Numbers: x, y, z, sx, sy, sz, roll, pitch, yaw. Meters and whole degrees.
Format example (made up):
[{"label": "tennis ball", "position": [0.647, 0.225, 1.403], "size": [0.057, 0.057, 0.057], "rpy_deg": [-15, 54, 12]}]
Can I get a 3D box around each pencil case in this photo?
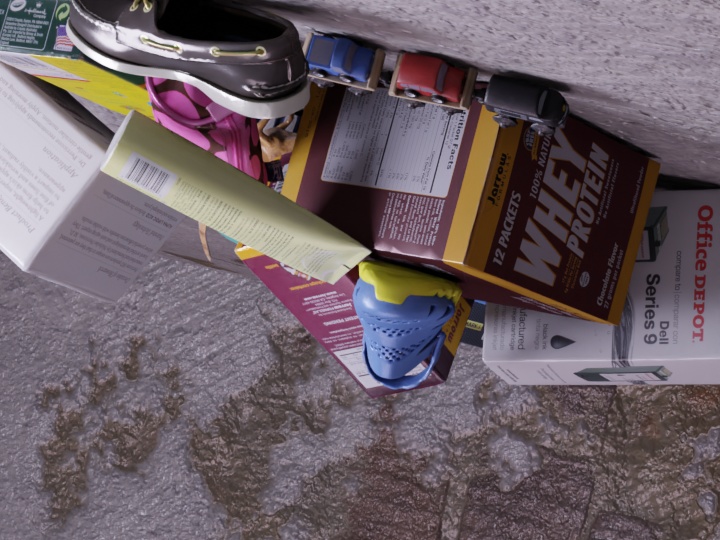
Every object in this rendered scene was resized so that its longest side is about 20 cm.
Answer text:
[{"label": "pencil case", "position": [-0.111, -0.106, 1.504], "size": [0.091, 0.094, 0.200], "rpy_deg": [-21, 158, -5]}]

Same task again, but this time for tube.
[{"label": "tube", "position": [-0.091, -0.048, 1.444], "size": [0.200, 0.052, 0.058], "rpy_deg": [29, -166, -11]}]

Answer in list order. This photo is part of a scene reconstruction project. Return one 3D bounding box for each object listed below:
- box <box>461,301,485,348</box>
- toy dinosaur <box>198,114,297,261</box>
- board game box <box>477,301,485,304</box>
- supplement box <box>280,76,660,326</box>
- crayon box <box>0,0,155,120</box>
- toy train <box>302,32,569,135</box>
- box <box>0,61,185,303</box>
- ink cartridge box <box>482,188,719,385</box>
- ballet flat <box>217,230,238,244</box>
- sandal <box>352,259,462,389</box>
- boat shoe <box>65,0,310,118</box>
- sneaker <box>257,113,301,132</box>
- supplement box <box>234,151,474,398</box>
[{"label": "box", "position": [0.056, 0.009, 1.962], "size": [0.200, 0.051, 0.158], "rpy_deg": [17, -162, -21]}, {"label": "toy dinosaur", "position": [-0.104, -0.089, 1.685], "size": [0.200, 0.106, 0.060], "rpy_deg": [-33, -177, 32]}, {"label": "board game box", "position": [0.038, -0.040, 1.934], "size": [0.151, 0.037, 0.200], "rpy_deg": [17, -163, -24]}, {"label": "supplement box", "position": [0.082, -0.056, 1.512], "size": [0.200, 0.133, 0.197], "rpy_deg": [10, 173, 44]}, {"label": "crayon box", "position": [-0.196, -0.165, 1.581], "size": [0.127, 0.051, 0.200], "rpy_deg": [10, 172, 36]}, {"label": "toy train", "position": [0.046, -0.130, 1.368], "size": [0.200, 0.034, 0.046], "rpy_deg": [13, 171, 12]}, {"label": "box", "position": [-0.293, -0.091, 1.831], "size": [0.199, 0.131, 0.200], "rpy_deg": [40, -176, 20]}, {"label": "ink cartridge box", "position": [0.209, 0.014, 1.606], "size": [0.200, 0.146, 0.084], "rpy_deg": [-2, 162, 21]}, {"label": "ballet flat", "position": [-0.047, -0.021, 1.712], "size": [0.200, 0.067, 0.070], "rpy_deg": [20, -147, -52]}, {"label": "sandal", "position": [0.033, 0.044, 1.504], "size": [0.079, 0.087, 0.200], "rpy_deg": [16, 174, 11]}, {"label": "boat shoe", "position": [-0.119, -0.164, 1.346], "size": [0.201, 0.061, 0.072], "rpy_deg": [21, -137, 28]}, {"label": "sneaker", "position": [-0.018, -0.090, 1.758], "size": [0.199, 0.081, 0.115], "rpy_deg": [20, 177, 18]}, {"label": "supplement box", "position": [0.000, 0.000, 1.649], "size": [0.086, 0.110, 0.200], "rpy_deg": [-14, 131, 38]}]
